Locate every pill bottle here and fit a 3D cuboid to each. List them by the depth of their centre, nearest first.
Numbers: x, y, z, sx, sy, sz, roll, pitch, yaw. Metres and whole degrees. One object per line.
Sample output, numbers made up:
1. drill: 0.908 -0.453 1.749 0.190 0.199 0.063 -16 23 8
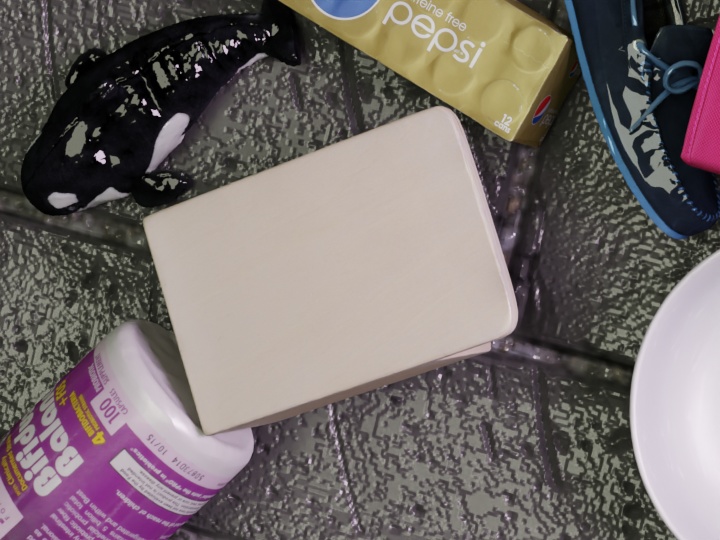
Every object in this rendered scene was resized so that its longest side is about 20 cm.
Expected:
1. pill bottle: -0.167 0.132 1.352 0.200 0.112 0.112 -44 77 13

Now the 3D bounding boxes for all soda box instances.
1. soda box: 0.030 -0.149 1.311 0.199 0.064 0.068 32 100 16

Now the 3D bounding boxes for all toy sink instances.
1. toy sink: 0.000 0.000 1.297 0.199 0.112 0.131 -20 83 23

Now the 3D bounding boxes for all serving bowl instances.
1. serving bowl: 0.247 0.076 1.235 0.198 0.066 0.202 0 90 18

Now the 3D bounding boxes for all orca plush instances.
1. orca plush: -0.128 -0.095 1.361 0.198 0.071 0.106 -18 84 18

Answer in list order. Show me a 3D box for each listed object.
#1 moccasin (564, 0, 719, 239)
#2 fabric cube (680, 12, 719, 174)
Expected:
1. moccasin: 0.160 -0.119 1.256 0.068 0.080 0.202 -23 84 28
2. fabric cube: 0.310 -0.110 1.113 0.199 0.195 0.202 20 97 43
